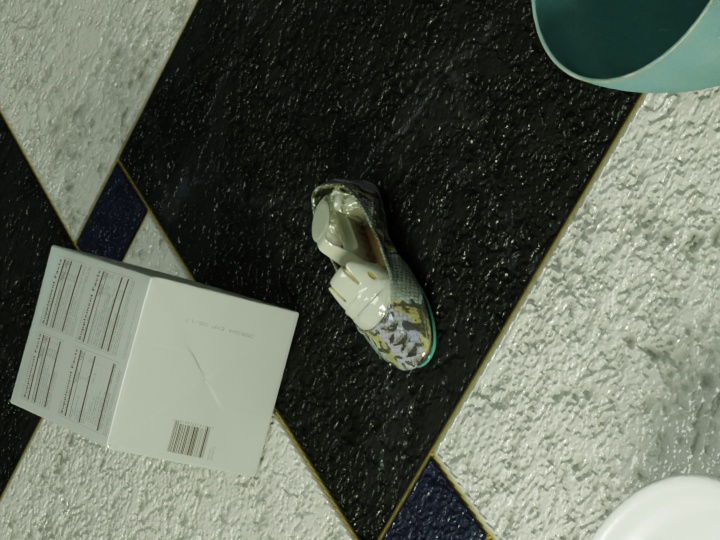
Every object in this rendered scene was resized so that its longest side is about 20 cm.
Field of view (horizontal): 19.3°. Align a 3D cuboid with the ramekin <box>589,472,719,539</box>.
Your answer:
[{"bbox_3d":[0.219,0.228,1.268,0.200,0.098,0.201,-26,57,48],"label":"ramekin"}]

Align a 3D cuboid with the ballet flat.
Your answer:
[{"bbox_3d":[0.000,0.000,1.702,0.072,0.072,0.200,-51,40,30],"label":"ballet flat"}]

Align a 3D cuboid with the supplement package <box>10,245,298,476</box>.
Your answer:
[{"bbox_3d":[-0.183,0.077,1.855,0.200,0.152,0.151,14,89,56],"label":"supplement package"}]

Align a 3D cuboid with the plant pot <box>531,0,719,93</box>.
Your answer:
[{"bbox_3d":[0.228,-0.201,1.398,0.200,0.135,0.200,-27,55,47],"label":"plant pot"}]
